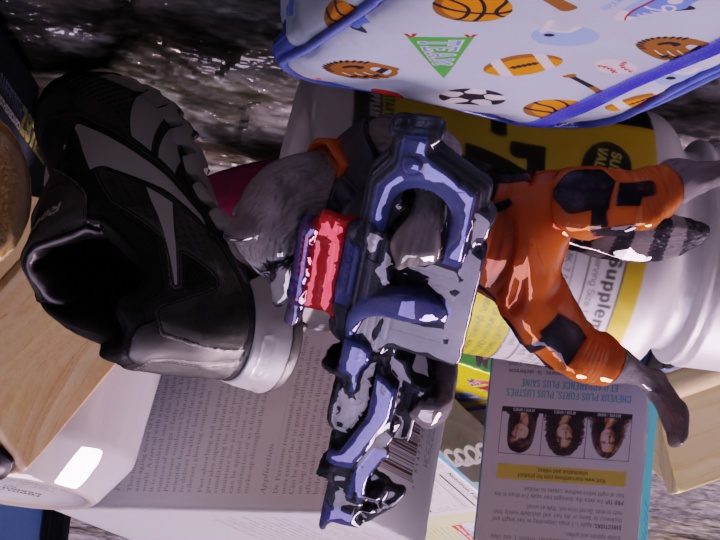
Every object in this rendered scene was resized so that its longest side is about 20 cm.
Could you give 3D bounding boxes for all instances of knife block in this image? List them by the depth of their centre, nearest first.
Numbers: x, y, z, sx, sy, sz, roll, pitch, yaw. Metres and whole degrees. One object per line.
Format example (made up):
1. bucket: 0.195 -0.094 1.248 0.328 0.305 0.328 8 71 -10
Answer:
1. knife block: -0.161 0.056 1.182 0.064 0.176 0.200 -10 164 39

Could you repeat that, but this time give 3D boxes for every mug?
1. mug: -0.176 0.035 1.352 0.187 0.153 0.149 -2 163 29

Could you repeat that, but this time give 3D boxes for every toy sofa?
1. toy sofa: 0.128 0.078 1.544 0.083 0.098 0.200 -13 180 -40

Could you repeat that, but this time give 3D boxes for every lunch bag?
1. lunch bag: 0.072 -0.103 0.910 0.160 0.076 0.200 12 165 -27

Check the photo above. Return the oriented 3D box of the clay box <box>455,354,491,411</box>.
1. clay box: 0.001 0.031 1.457 0.200 0.048 0.115 18 161 -37

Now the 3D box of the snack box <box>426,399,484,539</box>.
1. snack box: 0.066 0.142 1.534 0.200 0.037 0.116 43 148 -25

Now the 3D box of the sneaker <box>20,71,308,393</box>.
1. sneaker: -0.103 -0.022 1.110 0.090 0.200 0.066 -1 126 -34

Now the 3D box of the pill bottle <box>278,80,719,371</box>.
1. pill bottle: 0.068 -0.019 1.132 0.200 0.114 0.114 9 164 -10

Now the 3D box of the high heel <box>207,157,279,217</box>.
1. high heel: 0.000 0.000 1.228 0.200 0.067 0.096 10 -154 2

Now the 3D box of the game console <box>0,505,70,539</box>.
1. game console: -0.230 0.078 1.433 0.172 0.200 0.119 8 165 -6

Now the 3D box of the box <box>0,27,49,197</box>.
1. box: -0.221 -0.072 1.178 0.158 0.051 0.200 4 165 7

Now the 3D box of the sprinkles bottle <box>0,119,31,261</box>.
1. sprinkles bottle: -0.224 -0.025 1.124 0.200 0.068 0.068 -7 159 41

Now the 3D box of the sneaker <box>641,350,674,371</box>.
1. sneaker: 0.070 0.005 1.321 0.200 0.075 0.078 14 173 1

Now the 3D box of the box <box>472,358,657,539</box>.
1. box: 0.103 0.092 1.350 0.082 0.200 0.049 3 164 13

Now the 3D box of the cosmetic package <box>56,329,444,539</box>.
1. cosmetic package: -0.057 0.085 1.405 0.200 0.101 0.071 -2 159 37

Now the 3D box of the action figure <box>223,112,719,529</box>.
1. action figure: 0.039 0.008 1.040 0.193 0.105 0.200 14 130 -9
